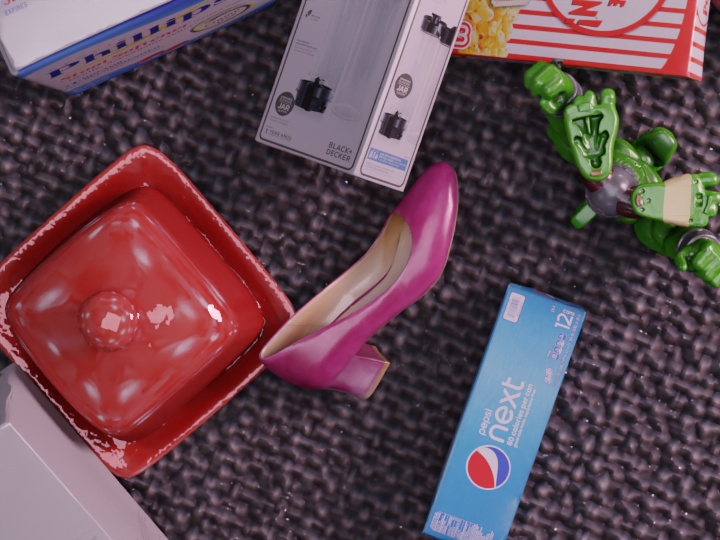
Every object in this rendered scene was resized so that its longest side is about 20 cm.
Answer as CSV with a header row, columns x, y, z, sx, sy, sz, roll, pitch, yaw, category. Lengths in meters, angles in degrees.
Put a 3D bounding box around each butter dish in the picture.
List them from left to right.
x,y,z,sx,sy,sz,roll,pitch,yaw,category
-0.178,0.035,1.460,0.200,0.148,0.200,-41,90,4,butter dish

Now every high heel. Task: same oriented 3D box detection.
x,y,z,sx,sy,sz,roll,pitch,yaw,category
0.000,0.000,1.476,0.096,0.067,0.200,19,106,-30,high heel

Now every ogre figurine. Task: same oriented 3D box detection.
x,y,z,sx,sy,sz,roll,pitch,yaw,category
0.195,-0.071,1.447,0.200,0.120,0.098,28,89,1,ogre figurine

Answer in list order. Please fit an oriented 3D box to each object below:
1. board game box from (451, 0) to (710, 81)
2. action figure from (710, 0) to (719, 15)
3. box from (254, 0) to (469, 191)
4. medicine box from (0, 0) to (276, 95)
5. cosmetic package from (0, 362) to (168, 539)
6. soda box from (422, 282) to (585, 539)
x,y,z,sx,sy,sz,roll,pitch,yaw,category
0.163,-0.226,1.453,0.200,0.046,0.152,7,93,21,board game box
0.341,-0.187,1.462,0.200,0.134,0.149,14,136,15,action figure
0.008,-0.172,1.457,0.117,0.060,0.200,21,94,42,box
-0.171,-0.215,1.424,0.182,0.200,0.103,-24,90,4,medicine box
-0.230,0.180,1.456,0.081,0.113,0.200,-36,109,6,cosmetic package
0.109,0.113,1.484,0.064,0.068,0.200,20,93,3,soda box
